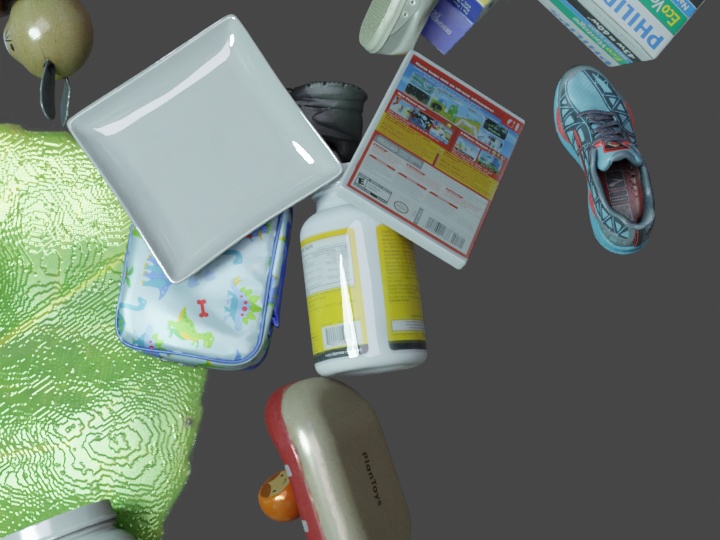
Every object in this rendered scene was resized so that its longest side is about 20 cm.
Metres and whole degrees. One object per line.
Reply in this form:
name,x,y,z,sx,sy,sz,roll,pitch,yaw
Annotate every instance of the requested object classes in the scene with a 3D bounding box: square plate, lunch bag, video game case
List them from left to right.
square plate,-0.150,-0.118,1.179,0.198,0.028,0.200,-34,79,-5
lunch bag,-0.152,-0.003,1.213,0.160,0.082,0.200,7,81,4
video game case,0.073,-0.113,1.200,0.143,0.017,0.200,31,56,-7

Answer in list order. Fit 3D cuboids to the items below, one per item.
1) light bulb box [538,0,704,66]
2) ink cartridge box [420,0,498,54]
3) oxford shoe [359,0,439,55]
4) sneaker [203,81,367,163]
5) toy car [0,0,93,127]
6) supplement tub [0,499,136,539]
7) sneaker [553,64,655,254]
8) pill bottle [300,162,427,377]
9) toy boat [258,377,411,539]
light bulb box,0.263,-0.342,1.205,0.198,0.125,0.200,40,88,-11
ink cartridge box,0.089,-0.367,1.284,0.198,0.047,0.200,44,83,6
oxford shoe,0.067,-0.306,1.239,0.058,0.075,0.200,21,107,-25
sneaker,-0.092,-0.146,1.241,0.199,0.076,0.091,0,89,3
toy car,-0.334,-0.243,1.224,0.157,0.164,0.200,-14,94,-1
supplement tub,-0.259,0.330,1.134,0.145,0.145,0.200,-22,82,-2
sneaker,0.255,-0.120,1.217,0.079,0.096,0.200,-18,82,-2
pill bottle,0.000,0.000,1.196,0.112,0.112,0.200,-6,81,0
toy boat,-0.044,0.206,1.174,0.131,0.130,0.200,-21,84,29
